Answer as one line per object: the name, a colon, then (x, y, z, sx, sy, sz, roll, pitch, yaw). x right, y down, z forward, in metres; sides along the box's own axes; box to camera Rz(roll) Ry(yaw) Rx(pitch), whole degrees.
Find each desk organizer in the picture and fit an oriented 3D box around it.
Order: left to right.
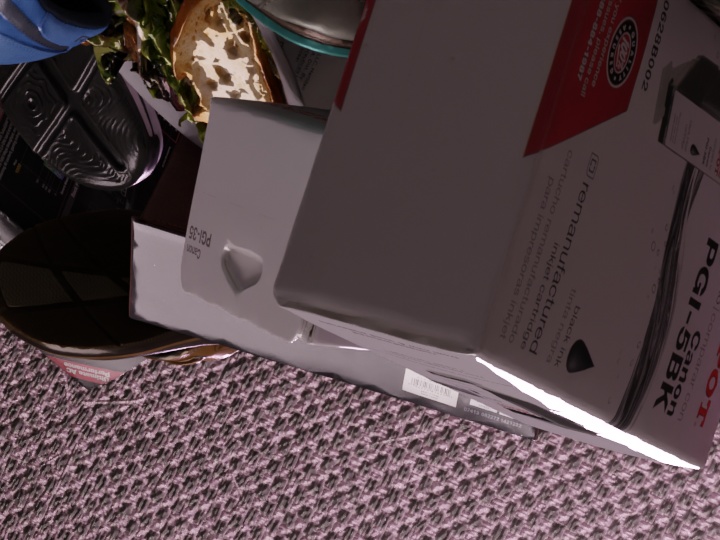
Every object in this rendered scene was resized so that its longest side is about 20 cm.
desk organizer: (0.000, 0.000, 1.368, 0.199, 0.077, 0.072, 17, 141, 8)

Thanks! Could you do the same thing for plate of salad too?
plate of salad: (-0.098, -0.113, 1.283, 0.200, 0.048, 0.200, 42, 160, 19)

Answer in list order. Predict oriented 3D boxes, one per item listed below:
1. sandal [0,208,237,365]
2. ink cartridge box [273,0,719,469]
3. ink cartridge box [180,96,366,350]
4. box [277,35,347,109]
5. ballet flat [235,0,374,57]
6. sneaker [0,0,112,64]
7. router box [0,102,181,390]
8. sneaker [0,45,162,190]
sandal: (-0.077, 0.010, 1.434, 0.199, 0.082, 0.055, -10, 145, -13)
ink cartridge box: (0.070, -0.026, 1.024, 0.083, 0.148, 0.200, 14, 174, 31)
ink cartridge box: (0.046, -0.012, 1.196, 0.199, 0.083, 0.146, 6, -173, -24)
box: (0.013, -0.084, 1.402, 0.199, 0.069, 0.082, 27, 176, -33)
ballet flat: (-0.042, -0.127, 1.055, 0.067, 0.064, 0.200, 2, -164, -34)
sneaker: (-0.162, -0.164, 1.194, 0.078, 0.066, 0.201, -6, 136, 23)
router box: (-0.149, -0.061, 1.526, 0.062, 0.201, 0.150, -29, 121, 36)
sneaker: (-0.135, -0.130, 1.456, 0.115, 0.076, 0.201, -17, -116, -50)
